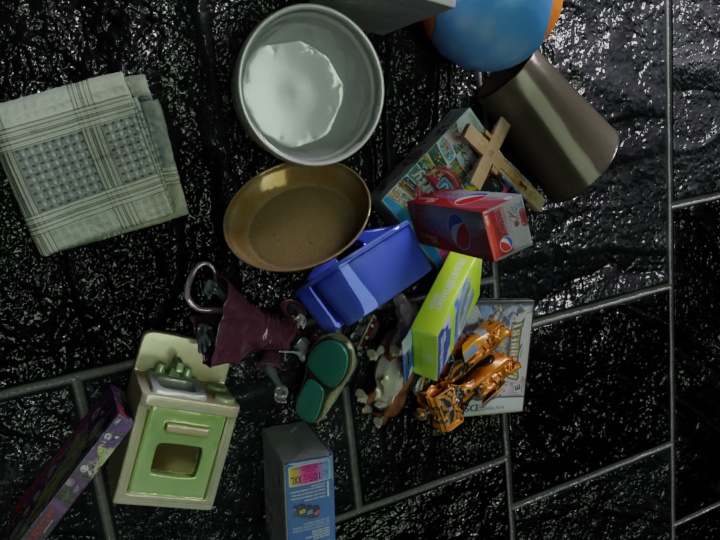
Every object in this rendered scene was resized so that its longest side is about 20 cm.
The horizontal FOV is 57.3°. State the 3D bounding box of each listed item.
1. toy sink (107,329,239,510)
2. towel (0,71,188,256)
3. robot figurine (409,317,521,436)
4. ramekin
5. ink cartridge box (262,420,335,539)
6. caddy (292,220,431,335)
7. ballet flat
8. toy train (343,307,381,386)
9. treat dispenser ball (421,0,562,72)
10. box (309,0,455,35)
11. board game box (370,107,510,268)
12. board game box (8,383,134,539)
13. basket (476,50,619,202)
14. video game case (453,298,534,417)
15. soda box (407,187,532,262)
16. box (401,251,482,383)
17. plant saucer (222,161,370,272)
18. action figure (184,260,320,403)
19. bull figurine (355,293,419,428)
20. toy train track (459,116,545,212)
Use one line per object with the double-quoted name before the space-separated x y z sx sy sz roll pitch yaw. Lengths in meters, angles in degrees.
"toy sink" -0.242 0.197 0.871 0.130 0.112 0.202 15 92 -26
"towel" -0.330 -0.134 0.819 0.199 0.034 0.194 -21 106 -21
"robot figurine" 0.165 0.172 1.043 0.200 0.058 0.146 -37 120 -24
"ramekin" -0.079 -0.240 0.877 0.199 0.105 0.202 -4 100 -24
"ink cartridge box" -0.090 0.338 0.950 0.076 0.136 0.202 -3 100 -21
"caddy" 0.000 0.000 0.907 0.199 0.141 0.105 -33 89 -33
"ballet flat" -0.044 0.142 0.931 0.067 0.201 0.062 41 45 13
"toy train" 0.006 0.087 1.010 0.046 0.034 0.201 26 88 -29
"treat dispenser ball" 0.180 -0.383 0.919 0.199 0.201 0.203 -4 100 -24
"box" 0.026 -0.381 0.849 0.123 0.200 0.098 5 97 -26
"board game box" 0.129 -0.126 1.015 0.200 0.064 0.148 -47 113 -10
"board game box" -0.361 0.246 0.821 0.032 0.120 0.201 40 81 -21
"basket" 0.288 -0.237 1.031 0.200 0.136 0.181 44 48 -18
"video game case" 0.208 0.147 1.117 0.179 0.025 0.202 1 98 -25
"soda box" 0.140 -0.066 0.884 0.063 0.200 0.071 -24 107 -18
"box" 0.123 0.065 0.972 0.201 0.047 0.122 -58 156 -31
"plant saucer" -0.082 -0.068 0.877 0.200 0.200 0.036 -34 143 -16
"action figure" -0.144 0.088 0.920 0.199 0.149 0.135 19 103 -45
"bull figurine" 0.050 0.139 1.003 0.121 0.065 0.202 -16 117 -62
"toy train track" 0.212 -0.152 1.001 0.200 0.032 0.115 35 75 -32
